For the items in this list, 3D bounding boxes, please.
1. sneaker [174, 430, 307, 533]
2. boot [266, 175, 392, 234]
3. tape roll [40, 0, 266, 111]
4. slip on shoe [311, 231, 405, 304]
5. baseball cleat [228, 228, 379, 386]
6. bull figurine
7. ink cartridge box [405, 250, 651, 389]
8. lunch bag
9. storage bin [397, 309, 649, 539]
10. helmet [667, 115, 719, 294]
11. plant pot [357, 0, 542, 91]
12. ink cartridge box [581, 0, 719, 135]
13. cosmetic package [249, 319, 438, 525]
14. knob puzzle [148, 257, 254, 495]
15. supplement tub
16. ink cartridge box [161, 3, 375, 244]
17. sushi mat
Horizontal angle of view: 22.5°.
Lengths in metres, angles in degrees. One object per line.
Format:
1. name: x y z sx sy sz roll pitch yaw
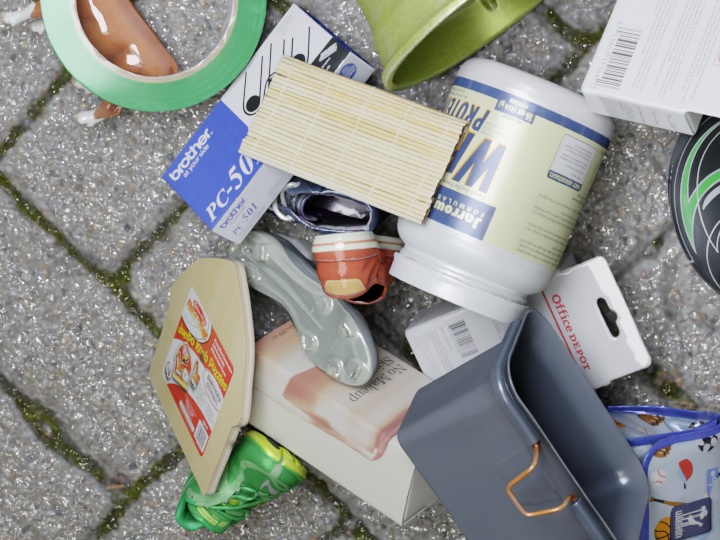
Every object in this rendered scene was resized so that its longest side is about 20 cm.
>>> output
1. sneaker: -0.115 0.210 1.718 0.074 0.084 0.200 37 148 -12
2. boot: -0.067 -0.078 1.655 0.200 0.090 0.073 9 108 13
3. tape roll: -0.185 -0.242 1.619 0.200 0.048 0.201 -1 97 -8
4. slip on shoe: 0.000 0.000 1.602 0.074 0.200 0.061 -5 88 10
5. baseball cleat: -0.032 0.025 1.656 0.200 0.106 0.070 48 120 26
6. bull figurine: -0.252 -0.234 1.675 0.121 0.065 0.200 -32 94 24
7. ink cartridge box: 0.157 0.062 1.646 0.200 0.067 0.116 -22 99 21
8. lunch bag: 0.236 0.214 1.645 0.200 0.124 0.170 -3 106 5
9. storage bin: 0.129 0.161 1.517 0.134 0.146 0.200 -28 107 28
10. helmet: 0.347 -0.067 1.491 0.191 0.200 0.200 -32 96 43
11. plant pot: 0.052 -0.283 1.521 0.200 0.200 0.184 -37 83 22
12. ink cartridge box: 0.295 -0.204 1.461 0.176 0.045 0.200 16 73 27
13. cosmetic package: -0.003 0.129 1.653 0.200 0.103 0.087 30 130 25
14. knob puzzle: -0.133 0.076 1.687 0.030 0.220 0.220 2 113 -29
15. supplement tub: 0.118 -0.066 1.553 0.145 0.145 0.200 23 93 8
16. ink cartridge box: -0.084 -0.131 1.621 0.200 0.044 0.094 -52 51 8
17. sushi mat: -0.009 -0.113 1.538 0.200 0.012 0.096 23 90 29
